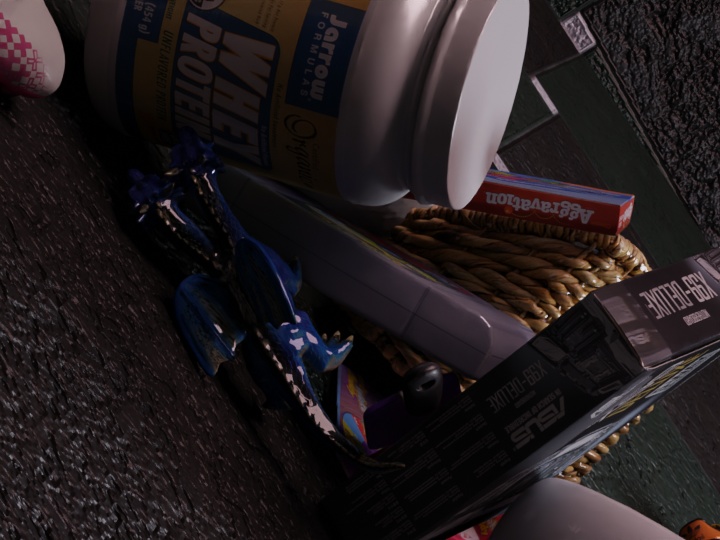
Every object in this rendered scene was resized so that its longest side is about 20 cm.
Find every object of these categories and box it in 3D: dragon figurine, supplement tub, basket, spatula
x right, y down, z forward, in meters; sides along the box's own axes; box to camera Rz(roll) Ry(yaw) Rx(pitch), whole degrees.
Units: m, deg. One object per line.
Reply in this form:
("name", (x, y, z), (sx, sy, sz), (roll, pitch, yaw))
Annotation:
("dragon figurine", (-0.054, 0.022, 1.479), (0.099, 0.059, 0.200), (37, 23, -57))
("supplement tub", (-0.026, -0.117, 1.539), (0.200, 0.145, 0.145), (16, 4, 15))
("basket", (0.092, 0.024, 1.772), (0.143, 0.149, 0.200), (46, 3, 33))
("spatula", (0.029, 0.064, 1.498), (0.200, 0.056, 0.021), (101, -36, -82))

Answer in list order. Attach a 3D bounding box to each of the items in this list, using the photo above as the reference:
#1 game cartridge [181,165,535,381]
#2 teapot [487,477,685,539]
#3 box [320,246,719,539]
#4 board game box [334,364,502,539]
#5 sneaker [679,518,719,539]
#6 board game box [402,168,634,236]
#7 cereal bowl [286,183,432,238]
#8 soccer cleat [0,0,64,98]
("game cartridge", (0.000, 0.000, 1.599), (0.200, 0.041, 0.133), (31, 8, 19))
("teapot", (0.130, 0.212, 1.543), (0.200, 0.146, 0.197), (35, -8, -19))
("box", (0.096, 0.070, 1.522), (0.050, 0.200, 0.158), (57, 30, 10))
("board game box", (0.046, 0.124, 1.652), (0.158, 0.039, 0.200), (53, 12, -17))
("sneaker", (0.299, 0.235, 2.280), (0.200, 0.070, 0.090), (28, 35, -62))
("board game box", (0.047, -0.048, 1.630), (0.103, 0.199, 0.020), (-31, 131, -79))
("cereal bowl", (-0.033, -0.099, 1.806), (0.200, 0.083, 0.200), (52, 14, -18))
("soccer cleat", (-0.183, -0.161, 1.376), (0.200, 0.086, 0.070), (49, 15, -35))
